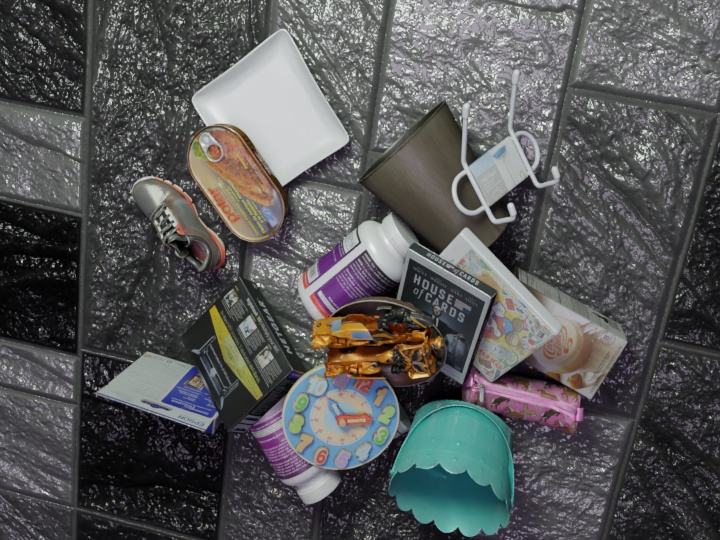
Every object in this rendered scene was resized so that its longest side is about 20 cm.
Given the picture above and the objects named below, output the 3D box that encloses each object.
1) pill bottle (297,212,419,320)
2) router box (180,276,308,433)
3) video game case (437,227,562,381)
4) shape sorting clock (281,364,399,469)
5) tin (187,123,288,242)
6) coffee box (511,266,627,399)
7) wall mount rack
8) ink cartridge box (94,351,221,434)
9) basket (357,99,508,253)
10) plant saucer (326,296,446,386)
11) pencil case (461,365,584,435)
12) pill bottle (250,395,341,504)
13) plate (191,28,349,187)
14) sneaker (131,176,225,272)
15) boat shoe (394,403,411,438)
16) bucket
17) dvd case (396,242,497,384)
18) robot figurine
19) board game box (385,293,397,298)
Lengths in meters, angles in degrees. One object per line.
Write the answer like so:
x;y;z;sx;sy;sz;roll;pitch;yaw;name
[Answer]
0.000;0.000;1.237;0.199;0.113;0.113;-38;97;18;pill bottle
-0.198;0.141;1.289;0.157;0.052;0.202;-42;62;14;router box
0.179;0.058;1.162;0.200;0.023;0.182;45;141;4;video game case
-0.032;0.242;1.265;0.194;0.039;0.206;-2;109;-7;shape sorting clock
-0.197;-0.141;1.243;0.111;0.042;0.202;-32;99;15;tin
0.304;0.098;1.224;0.196;0.080;0.116;28;110;2;coffee box
0.205;-0.174;1.106;0.074;0.199;0.177;-12;111;57;wall mount rack
-0.322;0.216;1.315;0.192;0.200;0.048;17;109;5;ink cartridge box
0.124;-0.120;1.172;0.179;0.136;0.201;-40;100;18;basket
0.040;0.108;1.207;0.194;0.033;0.203;9;136;9;plant saucer
0.263;0.208;1.259;0.194;0.087;0.085;13;124;6;pencil case
-0.116;0.300;1.347;0.110;0.112;0.203;-27;99;17;pill bottle
-0.143;-0.244;1.236;0.197;0.032;0.202;-30;100;17;plate
-0.309;-0.077;1.290;0.199;0.082;0.077;43;109;-4;sneaker
0.005;0.210;1.324;0.069;0.071;0.202;-34;104;15;boat shoe
0.155;0.318;1.253;0.201;0.137;0.210;12;138;10;bucket
0.122;0.070;1.190;0.148;0.025;0.203;31;138;21;dvd case
0.031;0.118;1.155;0.194;0.059;0.147;-2;136;18;robot figurine
0.096;0.085;1.291;0.194;0.030;0.098;-5;105;15;board game box
